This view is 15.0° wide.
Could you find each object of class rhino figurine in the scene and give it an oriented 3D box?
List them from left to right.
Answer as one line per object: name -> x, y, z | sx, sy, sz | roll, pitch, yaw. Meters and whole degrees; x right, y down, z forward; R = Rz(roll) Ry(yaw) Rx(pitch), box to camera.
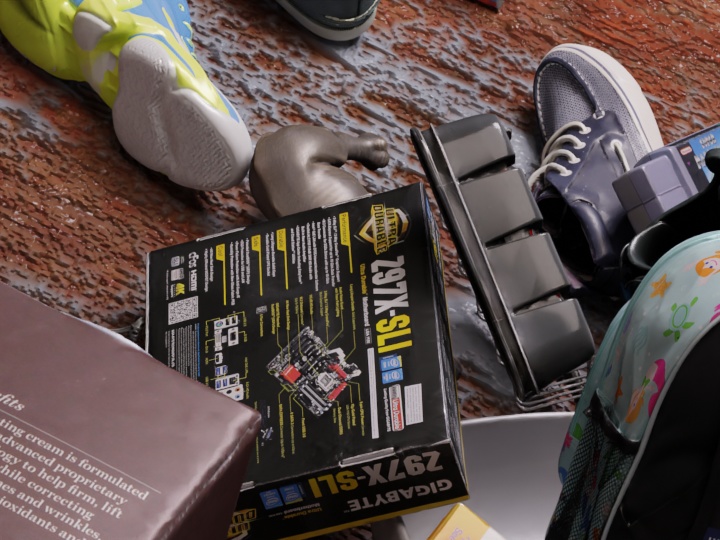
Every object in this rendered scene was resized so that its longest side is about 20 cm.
rhino figurine -> 0.000, 0.000, 1.537 | 0.087, 0.060, 0.201 | -7, 64, -50

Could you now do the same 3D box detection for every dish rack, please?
dish rack -> 0.083, 0.006, 1.477 | 0.054, 0.200, 0.154 | -21, 76, -1

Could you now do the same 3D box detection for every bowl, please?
bowl -> 0.105, 0.170, 1.405 | 0.199, 0.075, 0.201 | -2, 49, -30

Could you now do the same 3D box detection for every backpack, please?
backpack -> 0.194, 0.078, 1.340 | 0.176, 0.201, 0.151 | 8, 27, -18

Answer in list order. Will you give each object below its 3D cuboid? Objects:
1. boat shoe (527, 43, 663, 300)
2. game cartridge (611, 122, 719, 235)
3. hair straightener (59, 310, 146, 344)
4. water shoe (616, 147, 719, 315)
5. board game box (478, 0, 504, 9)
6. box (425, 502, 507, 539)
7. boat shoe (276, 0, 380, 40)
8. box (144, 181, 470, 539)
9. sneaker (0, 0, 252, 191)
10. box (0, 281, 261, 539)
boat shoe -> 0.135, -0.064, 1.667 | 0.092, 0.075, 0.201 | 2, 46, -36
game cartridge -> 0.231, -0.025, 1.644 | 0.200, 0.038, 0.130 | -23, 90, -56
hair straightener -> -0.199, 0.043, 1.404 | 0.199, 0.041, 0.077 | -17, 56, -35
water shoe -> 0.170, 0.008, 1.512 | 0.079, 0.200, 0.072 | 21, 32, -26
board game box -> 0.026, -0.275, 1.814 | 0.199, 0.105, 0.103 | 21, 41, -5
box -> 0.086, 0.217, 1.270 | 0.200, 0.042, 0.119 | 37, 69, 5
boat shoe -> -0.068, -0.227, 1.733 | 0.200, 0.062, 0.073 | 38, 65, 12
box -> -0.031, 0.051, 1.414 | 0.159, 0.050, 0.201 | -13, 41, 7
sneaker -> -0.118, -0.129, 1.607 | 0.200, 0.076, 0.105 | 41, 42, 18
box -> -0.170, 0.139, 1.212 | 0.165, 0.165, 0.200 | 26, 39, 11
